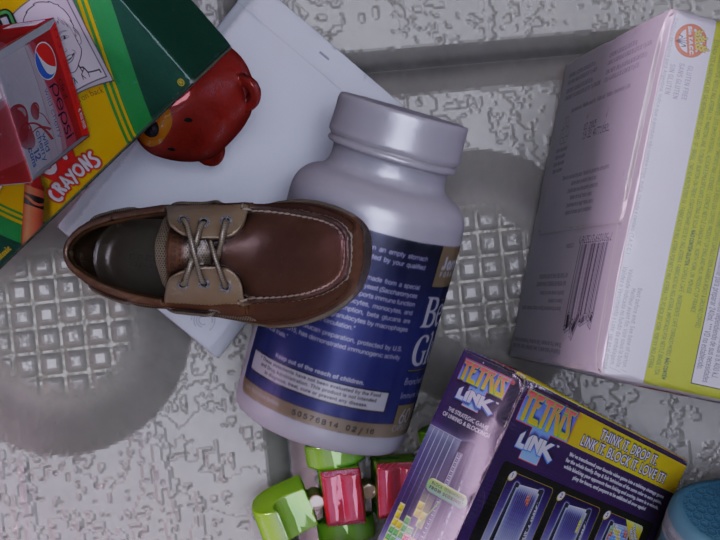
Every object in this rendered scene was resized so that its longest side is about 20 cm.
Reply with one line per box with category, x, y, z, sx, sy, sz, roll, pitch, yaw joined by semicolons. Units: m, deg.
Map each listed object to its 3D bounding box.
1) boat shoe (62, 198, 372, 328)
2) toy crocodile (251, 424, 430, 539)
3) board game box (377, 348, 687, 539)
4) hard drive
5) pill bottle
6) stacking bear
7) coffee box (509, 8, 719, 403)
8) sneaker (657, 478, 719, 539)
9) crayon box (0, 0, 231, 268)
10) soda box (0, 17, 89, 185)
boat shoe;-0.086;-0.004;0.798;0.198;0.072;0.077;-4;86;32
toy crocodile;0.028;0.137;0.895;0.197;0.062;0.068;-8;92;-8
board game box;0.102;0.158;0.856;0.199;0.056;0.167;29;84;-45
hard drive;-0.080;-0.064;0.896;0.132;0.026;0.201;39;85;-6
pill bottle;0.000;0.000;0.850;0.110;0.111;0.202;14;99;-7
stacking bear;-0.149;-0.145;0.835;0.200;0.114;0.122;42;125;0
coffee box;0.224;-0.021;0.849;0.195;0.200;0.203;12;89;-8
sneaker;0.259;0.201;0.927;0.198;0.080;0.132;3;123;-30
crayon box;-0.198;-0.122;0.770;0.173;0.058;0.199;47;124;-9
soda box;-0.248;-0.081;0.738;0.198;0.064;0.071;-2;116;23
